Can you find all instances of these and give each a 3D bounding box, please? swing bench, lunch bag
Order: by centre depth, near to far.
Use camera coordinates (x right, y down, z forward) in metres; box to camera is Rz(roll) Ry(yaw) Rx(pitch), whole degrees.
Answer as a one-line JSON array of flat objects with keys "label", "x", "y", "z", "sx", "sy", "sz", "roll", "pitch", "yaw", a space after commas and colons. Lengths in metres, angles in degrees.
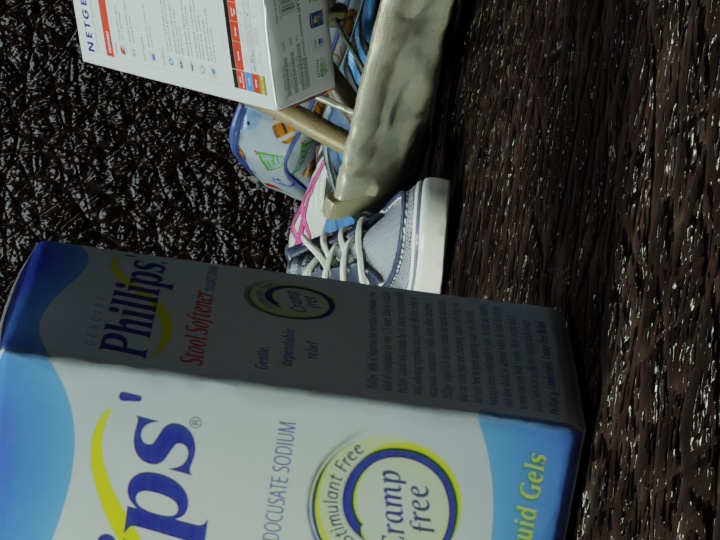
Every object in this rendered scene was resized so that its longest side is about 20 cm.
[{"label": "swing bench", "x": -0.015, "y": -0.176, "z": 1.448, "sx": 0.130, "sy": 0.200, "sz": 0.199, "roll": -26, "pitch": -34, "yaw": -38}, {"label": "lunch bag", "x": -0.042, "y": -0.157, "z": 2.105, "sx": 0.200, "sy": 0.075, "sz": 0.160, "roll": -66, "pitch": -18, "yaw": -7}]

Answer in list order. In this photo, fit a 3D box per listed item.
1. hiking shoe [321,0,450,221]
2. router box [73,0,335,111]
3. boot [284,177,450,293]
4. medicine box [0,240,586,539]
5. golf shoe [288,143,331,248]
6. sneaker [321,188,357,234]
[{"label": "hiking shoe", "x": 0.016, "y": -0.129, "z": 1.576, "sx": 0.087, "sy": 0.074, "sz": 0.200, "roll": -149, "pitch": 67, "yaw": -87}, {"label": "router box", "x": -0.102, "y": -0.206, "z": 1.386, "sx": 0.179, "sy": 0.049, "sz": 0.200, "roll": 18, "pitch": 124, "yaw": 42}, {"label": "boot", "x": 0.000, "y": 0.000, "z": 1.433, "sx": 0.200, "sy": 0.090, "sz": 0.073, "roll": 104, "pitch": 173, "yaw": -65}, {"label": "medicine box", "x": -0.035, "y": 0.102, "z": 0.865, "sx": 0.103, "sy": 0.200, "sz": 0.182, "roll": -91, "pitch": 9, "yaw": -68}, {"label": "golf shoe", "x": -0.021, "y": -0.039, "z": 2.034, "sx": 0.092, "sy": 0.072, "sz": 0.200, "roll": -92, "pitch": 10, "yaw": -62}, {"label": "sneaker", "x": -0.005, "y": -0.011, "z": 1.625, "sx": 0.200, "sy": 0.076, "sz": 0.105, "roll": -91, "pitch": 4, "yaw": -73}]
